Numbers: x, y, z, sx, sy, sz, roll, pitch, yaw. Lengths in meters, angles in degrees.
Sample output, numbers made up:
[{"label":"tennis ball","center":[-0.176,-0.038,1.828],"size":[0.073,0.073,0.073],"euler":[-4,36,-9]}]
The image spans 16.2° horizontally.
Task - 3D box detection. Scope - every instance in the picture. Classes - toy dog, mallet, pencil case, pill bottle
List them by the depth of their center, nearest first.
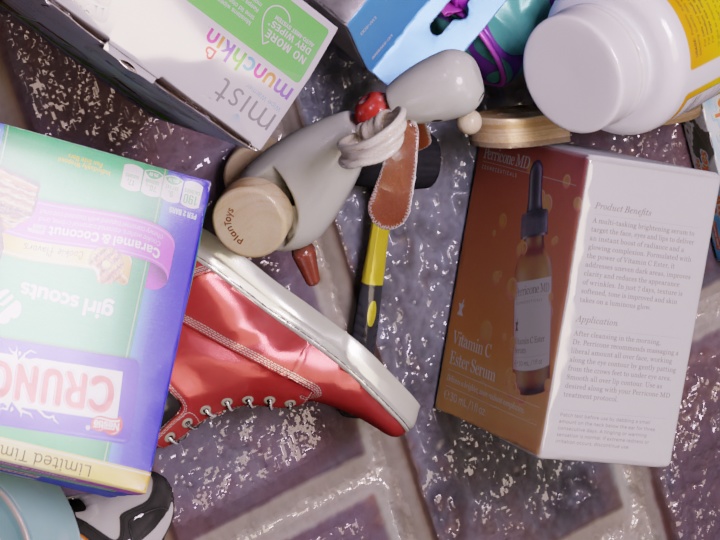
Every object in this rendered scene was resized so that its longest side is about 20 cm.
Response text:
[{"label":"toy dog","center":[-0.003,-0.055,1.609],"size":[0.097,0.199,0.132],"euler":[55,42,-19]},{"label":"pill bottle","center":[0.195,-0.156,1.655],"size":[0.200,0.109,0.110],"euler":[-28,112,-44]},{"label":"pencil case","center":[0.132,-0.213,1.703],"size":[0.200,0.085,0.093],"euler":[-44,148,-12]},{"label":"mallet","center":[0.000,0.000,1.709],"size":[0.066,0.041,0.201],"euler":[11,98,-27]}]

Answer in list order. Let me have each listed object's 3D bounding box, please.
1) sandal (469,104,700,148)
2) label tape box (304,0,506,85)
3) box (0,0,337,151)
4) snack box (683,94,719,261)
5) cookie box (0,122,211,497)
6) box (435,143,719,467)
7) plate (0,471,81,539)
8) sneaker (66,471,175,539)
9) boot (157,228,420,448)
[{"label":"sandal","center":[0.157,-0.131,1.719],"size":[0.211,0.077,0.070],"euler":[-13,106,-41]},{"label":"label tape box","center":[0.007,-0.224,1.611],"size":[0.200,0.063,0.144],"euler":[40,80,-1]},{"label":"box","center":[-0.144,-0.170,1.523],"size":[0.200,0.176,0.097],"euler":[36,83,-27]},{"label":"snack box","center":[0.289,-0.116,1.831],"size":[0.116,0.037,0.201],"euler":[-24,109,-21]},{"label":"cookie box","center":[-0.198,0.024,1.556],"size":[0.170,0.075,0.201],"euler":[15,79,-21]},{"label":"box","center":[0.144,0.017,1.716],"size":[0.106,0.152,0.201],"euler":[6,96,-26]},{"label":"plate","center":[-0.269,0.184,1.557],"size":[0.199,0.026,0.201],"euler":[2,75,-7]},{"label":"sneaker","center":[-0.210,0.175,1.612],"size":[0.199,0.074,0.080],"euler":[-28,109,-20]},{"label":"boot","center":[-0.071,0.084,1.659],"size":[0.200,0.072,0.145],"euler":[35,84,-12]}]
